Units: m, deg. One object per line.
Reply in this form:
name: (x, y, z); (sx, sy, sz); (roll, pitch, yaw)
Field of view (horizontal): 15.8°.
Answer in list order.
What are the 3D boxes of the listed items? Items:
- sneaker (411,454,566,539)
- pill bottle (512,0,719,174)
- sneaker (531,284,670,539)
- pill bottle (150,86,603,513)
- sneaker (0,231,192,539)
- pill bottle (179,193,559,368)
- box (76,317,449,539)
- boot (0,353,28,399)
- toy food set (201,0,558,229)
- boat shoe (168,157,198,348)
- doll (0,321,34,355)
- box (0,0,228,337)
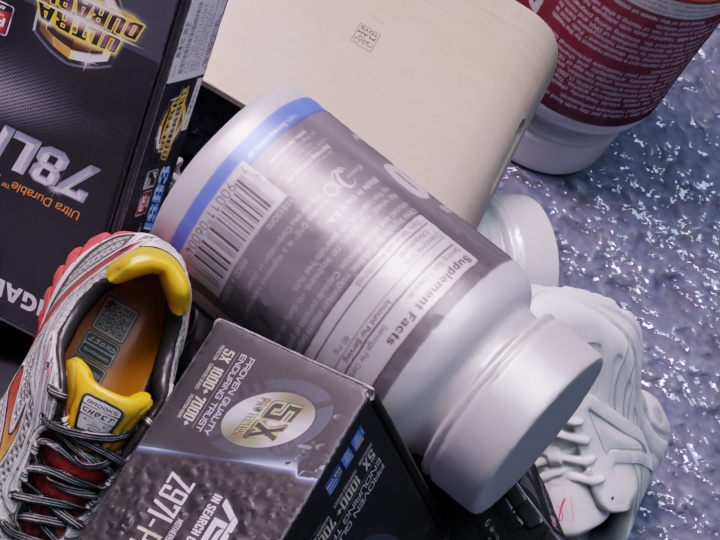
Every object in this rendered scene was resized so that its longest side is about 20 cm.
sneaker: (0.056, 0.108, 1.291); (0.076, 0.088, 0.200); (-24, 72, 7)
pill bottle: (0.143, -0.152, 1.496); (0.114, 0.200, 0.114); (14, 51, -17)
sneaker: (0.111, 0.083, 1.335); (0.078, 0.200, 0.100); (-4, 55, 25)
pill bottle: (0.008, 0.016, 1.215); (0.200, 0.114, 0.114); (39, 49, 12)
sneaker: (-0.132, 0.073, 1.144); (0.078, 0.082, 0.200); (22, 81, -15)
pill bottle: (0.000, 0.000, 1.374); (0.199, 0.112, 0.113); (0, 57, -26)
box: (-0.059, 0.151, 1.149); (0.086, 0.164, 0.200); (23, 69, 25)
boot: (-0.174, 0.111, 1.213); (0.150, 0.073, 0.200); (-3, 50, -8)
toy food set: (-0.007, -0.105, 1.342); (0.200, 0.060, 0.144); (30, 60, -3)
boat shoe: (-0.122, -0.053, 1.284); (0.074, 0.068, 0.200); (-21, 92, -43)
doll: (-0.161, 0.031, 1.314); (0.200, 0.048, 0.136); (46, 58, 7)
box: (-0.177, -0.089, 1.231); (0.200, 0.199, 0.050); (27, 19, 19)
